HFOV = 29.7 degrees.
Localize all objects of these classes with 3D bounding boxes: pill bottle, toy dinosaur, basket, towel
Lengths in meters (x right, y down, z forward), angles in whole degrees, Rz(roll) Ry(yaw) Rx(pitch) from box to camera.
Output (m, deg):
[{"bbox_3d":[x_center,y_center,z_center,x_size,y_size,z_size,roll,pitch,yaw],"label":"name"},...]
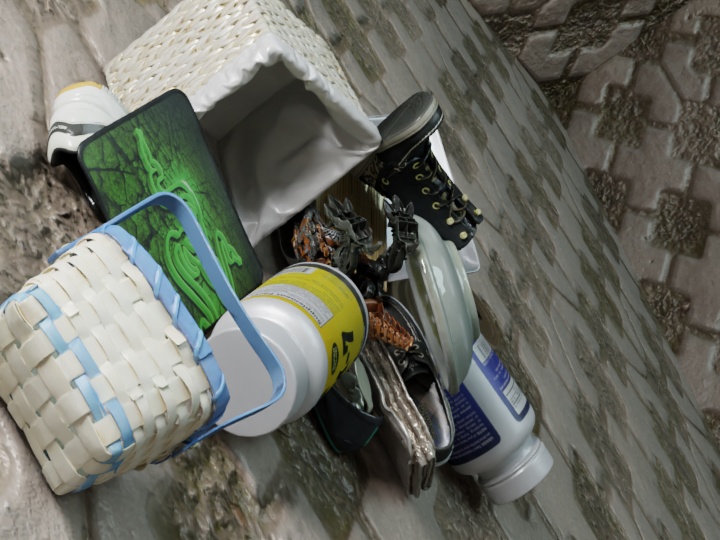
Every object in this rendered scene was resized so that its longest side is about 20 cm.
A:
[{"bbox_3d":[-0.070,0.070,1.213,0.115,0.114,0.200,55,22,-3],"label":"pill bottle"},{"bbox_3d":[0.000,0.000,1.345,0.199,0.137,0.102,39,34,21],"label":"toy dinosaur"},{"bbox_3d":[0.134,0.167,1.584,0.201,0.119,0.120,55,18,-6],"label":"pill bottle"},{"bbox_3d":[-0.120,-0.165,1.354,0.198,0.199,0.162,35,25,-49],"label":"basket"},{"bbox_3d":[0.023,0.132,1.412,0.133,0.034,0.202,91,-25,-63],"label":"towel"},{"bbox_3d":[-0.158,0.048,0.949,0.199,0.139,0.178,-28,84,-42],"label":"basket"}]

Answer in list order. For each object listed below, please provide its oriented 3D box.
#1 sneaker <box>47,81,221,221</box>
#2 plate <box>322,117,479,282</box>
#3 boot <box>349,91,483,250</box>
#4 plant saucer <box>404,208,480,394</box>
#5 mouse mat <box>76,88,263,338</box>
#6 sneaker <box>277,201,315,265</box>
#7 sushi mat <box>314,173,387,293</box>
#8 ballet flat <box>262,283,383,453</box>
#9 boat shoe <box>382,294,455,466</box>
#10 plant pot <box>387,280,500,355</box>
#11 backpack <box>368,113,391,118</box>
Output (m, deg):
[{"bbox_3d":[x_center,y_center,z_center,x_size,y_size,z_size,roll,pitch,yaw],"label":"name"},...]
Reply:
[{"bbox_3d":[-0.205,-0.073,1.206,0.200,0.075,0.089,42,39,-34],"label":"sneaker"},{"bbox_3d":[0.030,-0.079,1.556,0.197,0.032,0.203,-7,74,-36],"label":"plate"},{"bbox_3d":[0.077,-0.099,1.427,0.153,0.074,0.203,42,-21,-8],"label":"boot"},{"bbox_3d":[0.087,0.027,1.419,0.200,0.049,0.203,164,-90,-88],"label":"plant saucer"},{"bbox_3d":[-0.161,-0.046,1.192,0.161,0.007,0.202,-43,116,-52],"label":"mouse mat"},{"bbox_3d":[-0.064,-0.062,1.556,0.085,0.072,0.202,54,21,-45],"label":"sneaker"},{"bbox_3d":[-0.010,-0.075,1.497,0.095,0.012,0.203,15,61,-27],"label":"sushi mat"},{"bbox_3d":[-0.040,0.083,1.350,0.202,0.073,0.073,58,18,5],"label":"ballet flat"},{"bbox_3d":[0.057,0.113,1.478,0.057,0.068,0.202,117,-47,-68],"label":"boat shoe"},{"bbox_3d":[0.115,0.080,1.729,0.201,0.092,0.202,50,19,-24],"label":"plant pot"},{"bbox_3d":[0.016,-0.092,1.682,0.177,0.149,0.202,-16,81,-58],"label":"backpack"}]
